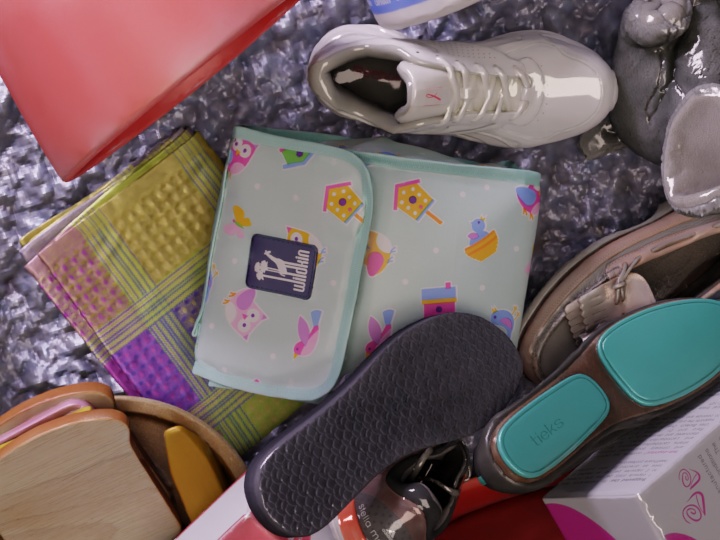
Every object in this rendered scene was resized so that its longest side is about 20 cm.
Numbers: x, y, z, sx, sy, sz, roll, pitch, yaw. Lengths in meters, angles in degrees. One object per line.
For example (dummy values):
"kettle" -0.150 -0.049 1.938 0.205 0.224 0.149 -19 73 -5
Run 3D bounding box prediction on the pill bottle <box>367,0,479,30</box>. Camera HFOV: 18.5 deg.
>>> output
"pill bottle" 0.024 -0.259 1.354 0.114 0.114 0.200 -24 103 1

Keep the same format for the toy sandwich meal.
"toy sandwich meal" -0.156 0.166 1.404 0.205 0.070 0.205 0 106 -1

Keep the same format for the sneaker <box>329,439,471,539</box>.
"sneaker" 0.042 0.133 1.396 0.082 0.200 0.077 -35 99 17

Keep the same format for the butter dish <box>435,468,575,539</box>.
"butter dish" 0.122 0.237 1.439 0.200 0.148 0.200 -20 105 19

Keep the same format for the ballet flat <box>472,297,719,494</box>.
"ballet flat" 0.145 0.076 1.366 0.200 0.068 0.068 -27 80 -24

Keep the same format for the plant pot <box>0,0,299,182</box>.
"plant pot" -0.153 -0.182 1.329 0.200 0.200 0.177 -38 93 4

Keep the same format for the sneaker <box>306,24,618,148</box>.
"sneaker" 0.059 -0.109 1.380 0.200 0.099 0.078 2 103 9

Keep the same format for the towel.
"towel" -0.110 0.020 1.436 0.144 0.023 0.200 -40 103 -14

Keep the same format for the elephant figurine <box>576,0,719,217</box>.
"elephant figurine" 0.242 -0.085 1.362 0.141 0.200 0.155 -24 145 -13

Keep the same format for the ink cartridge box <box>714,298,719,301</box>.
"ink cartridge box" 0.233 0.120 1.492 0.200 0.047 0.198 -9 103 -5

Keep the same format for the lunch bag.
"lunch bag" 0.000 0.000 1.399 0.200 0.122 0.170 8 98 -13

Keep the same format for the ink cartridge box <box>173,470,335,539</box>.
"ink cartridge box" -0.041 0.240 1.353 0.200 0.083 0.145 42 104 -12

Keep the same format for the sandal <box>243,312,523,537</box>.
"sandal" 0.010 0.086 1.324 0.200 0.043 0.076 -30 96 -26

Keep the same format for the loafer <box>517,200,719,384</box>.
"loafer" 0.186 0.009 1.420 0.200 0.063 0.072 -37 124 -17

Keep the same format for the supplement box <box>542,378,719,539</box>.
"supplement box" 0.228 0.125 1.377 0.200 0.103 0.101 -36 103 -31
